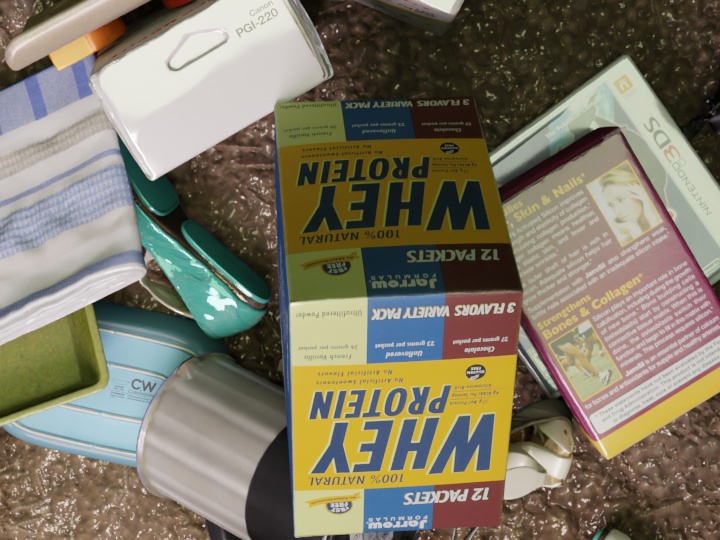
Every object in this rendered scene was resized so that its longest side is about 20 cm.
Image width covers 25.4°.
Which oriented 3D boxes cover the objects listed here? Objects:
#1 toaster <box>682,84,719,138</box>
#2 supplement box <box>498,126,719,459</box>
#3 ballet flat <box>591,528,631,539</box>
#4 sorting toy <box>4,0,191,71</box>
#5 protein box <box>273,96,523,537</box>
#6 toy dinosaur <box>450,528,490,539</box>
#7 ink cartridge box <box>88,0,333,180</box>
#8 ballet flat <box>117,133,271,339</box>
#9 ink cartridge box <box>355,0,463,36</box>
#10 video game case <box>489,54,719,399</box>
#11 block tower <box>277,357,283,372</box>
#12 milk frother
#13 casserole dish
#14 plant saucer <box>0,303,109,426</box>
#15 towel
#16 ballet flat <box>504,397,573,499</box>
[{"bbox_3d":[0.339,-0.166,1.132,0.118,0.200,0.182,24,86,-5],"label":"toaster"},{"bbox_3d":[0.174,0.014,1.156,0.130,0.103,0.201,-30,94,2],"label":"supplement box"},{"bbox_3d":[0.159,0.293,1.215,0.069,0.069,0.201,33,91,-3],"label":"ballet flat"},{"bbox_3d":[-0.154,-0.194,1.114,0.184,0.200,0.037,-27,105,2],"label":"sorting toy"},{"bbox_3d":[0.016,0.027,1.016,0.134,0.201,0.200,-3,129,-4],"label":"protein box"},{"bbox_3d":[0.017,0.275,1.210,0.200,0.105,0.182,-44,75,13],"label":"toy dinosaur"},{"bbox_3d":[-0.105,-0.149,1.112,0.145,0.200,0.085,-30,105,2],"label":"ink cartridge box"},{"bbox_3d":[-0.155,-0.025,1.196,0.070,0.067,0.200,-42,91,17],"label":"ballet flat"},{"bbox_3d":[0.025,-0.262,1.108,0.146,0.200,0.146,23,94,-2],"label":"ink cartridge box"},{"bbox_3d":[0.173,-0.032,1.215,0.199,0.023,0.183,-36,94,3],"label":"video game case"},{"bbox_3d":[0.000,0.000,1.193,0.058,0.054,0.201,20,93,30],"label":"block tower"},{"bbox_3d":[-0.086,0.181,1.117,0.187,0.199,0.182,22,114,35],"label":"milk frother"},{"bbox_3d":[-0.192,0.088,1.216,0.198,0.039,0.122,12,95,-2],"label":"casserole dish"},{"bbox_3d":[-0.290,0.037,1.175,0.198,0.048,0.201,-19,64,1],"label":"plant saucer"},{"bbox_3d":[-0.236,-0.053,1.152,0.146,0.024,0.201,-23,62,12],"label":"towel"},{"bbox_3d":[0.116,0.137,1.146,0.063,0.199,0.068,22,106,34],"label":"ballet flat"}]
